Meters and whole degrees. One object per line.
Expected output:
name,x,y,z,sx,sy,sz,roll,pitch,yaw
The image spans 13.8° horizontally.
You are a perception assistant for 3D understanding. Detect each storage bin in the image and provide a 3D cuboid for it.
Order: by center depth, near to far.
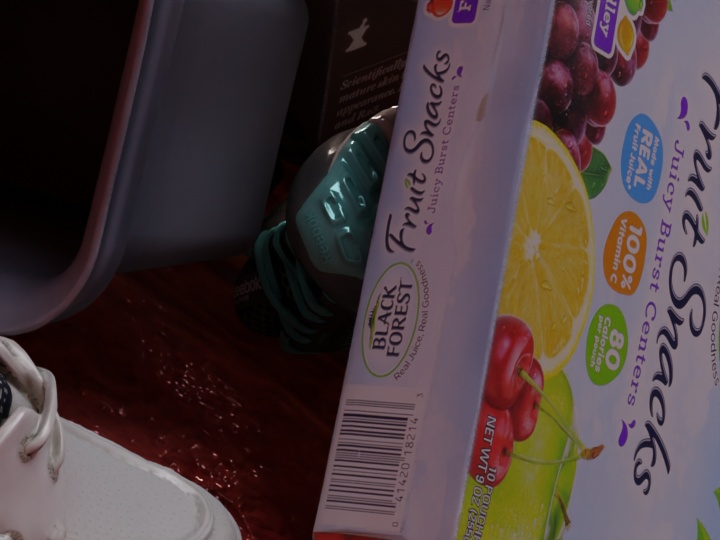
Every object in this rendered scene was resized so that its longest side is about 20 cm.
storage bin,-0.117,-0.052,0.846,0.199,0.146,0.134,16,6,26

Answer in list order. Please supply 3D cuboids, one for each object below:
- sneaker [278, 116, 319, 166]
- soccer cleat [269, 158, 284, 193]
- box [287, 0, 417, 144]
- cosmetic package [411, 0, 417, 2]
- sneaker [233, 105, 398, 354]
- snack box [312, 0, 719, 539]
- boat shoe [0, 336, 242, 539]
sneaker,0.044,-0.053,1.056,0.199,0.074,0.087,10,20,1
soccer cleat,-0.079,-0.100,0.952,0.081,0.068,0.200,25,-29,45
box,-0.032,-0.138,1.033,0.100,0.075,0.200,-23,48,-31
cosmetic package,0.061,-0.136,0.905,0.200,0.103,0.087,8,51,-37
sneaker,0.000,0.000,0.920,0.200,0.091,0.078,8,61,-76
snack box,0.063,-0.003,0.844,0.053,0.201,0.142,3,-14,36
boat shoe,-0.105,0.050,0.752,0.200,0.070,0.071,13,31,-35
